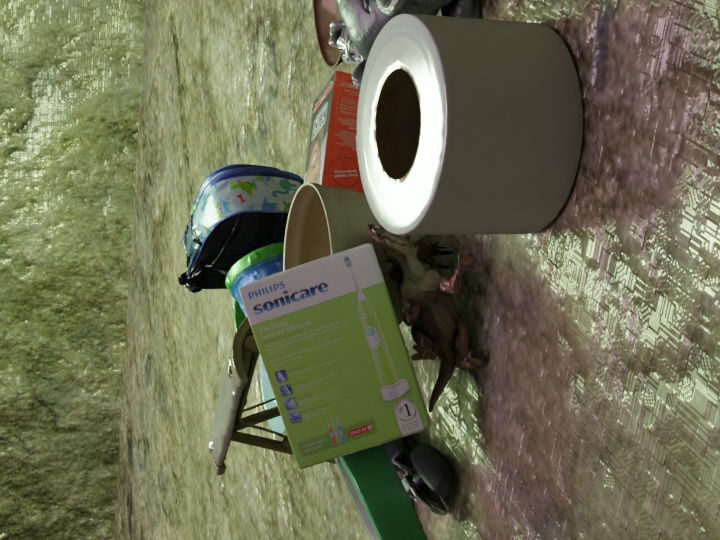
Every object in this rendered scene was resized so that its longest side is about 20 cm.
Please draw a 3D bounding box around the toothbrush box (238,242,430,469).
[{"bbox_3d":[-0.025,0.087,1.391,0.086,0.145,0.200,-75,-34,-87],"label":"toothbrush box"}]

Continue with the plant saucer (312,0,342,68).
[{"bbox_3d":[-0.027,-0.368,1.754,0.200,0.037,0.201,175,90,-76],"label":"plant saucer"}]

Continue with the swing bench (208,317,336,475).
[{"bbox_3d":[-0.093,0.153,1.719,0.199,0.200,0.130,110,153,-45],"label":"swing bench"}]

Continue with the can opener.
[{"bbox_3d":[0.061,0.205,1.525,0.067,0.053,0.200,-50,31,12],"label":"can opener"}]

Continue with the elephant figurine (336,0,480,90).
[{"bbox_3d":[0.065,-0.303,1.386,0.200,0.141,0.155,-9,111,56],"label":"elephant figurine"}]

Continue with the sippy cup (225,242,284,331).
[{"bbox_3d":[-0.109,0.049,1.898,0.178,0.139,0.130,100,151,-61],"label":"sippy cup"}]

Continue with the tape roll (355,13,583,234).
[{"bbox_3d":[0.096,-0.133,1.234,0.203,0.139,0.203,179,90,-66],"label":"tape roll"}]

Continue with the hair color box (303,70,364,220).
[{"bbox_3d":[-0.030,-0.140,1.690,0.102,0.061,0.200,135,143,-64],"label":"hair color box"}]

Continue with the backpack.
[{"bbox_3d":[-0.164,-0.073,1.959,0.200,0.183,0.147,124,141,-51],"label":"backpack"}]

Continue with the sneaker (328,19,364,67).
[{"bbox_3d":[0.020,-0.257,1.573,0.200,0.081,0.075,-130,45,-60],"label":"sneaker"}]

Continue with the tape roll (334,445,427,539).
[{"bbox_3d":[0.022,0.260,1.492,0.200,0.048,0.201,156,90,-83],"label":"tape roll"}]

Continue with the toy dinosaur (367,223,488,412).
[{"bbox_3d":[0.076,0.042,1.416,0.136,0.086,0.200,-137,34,-78],"label":"toy dinosaur"}]

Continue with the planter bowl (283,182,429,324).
[{"bbox_3d":[0.000,0.000,1.545,0.200,0.135,0.201,180,90,-72],"label":"planter bowl"}]

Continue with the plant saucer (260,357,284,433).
[{"bbox_3d":[-0.112,0.150,2.028,0.201,0.039,0.201,180,90,-72],"label":"plant saucer"}]
